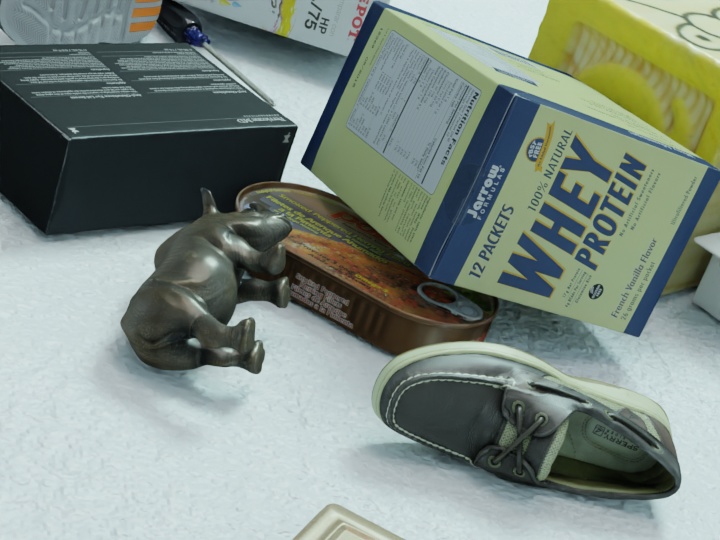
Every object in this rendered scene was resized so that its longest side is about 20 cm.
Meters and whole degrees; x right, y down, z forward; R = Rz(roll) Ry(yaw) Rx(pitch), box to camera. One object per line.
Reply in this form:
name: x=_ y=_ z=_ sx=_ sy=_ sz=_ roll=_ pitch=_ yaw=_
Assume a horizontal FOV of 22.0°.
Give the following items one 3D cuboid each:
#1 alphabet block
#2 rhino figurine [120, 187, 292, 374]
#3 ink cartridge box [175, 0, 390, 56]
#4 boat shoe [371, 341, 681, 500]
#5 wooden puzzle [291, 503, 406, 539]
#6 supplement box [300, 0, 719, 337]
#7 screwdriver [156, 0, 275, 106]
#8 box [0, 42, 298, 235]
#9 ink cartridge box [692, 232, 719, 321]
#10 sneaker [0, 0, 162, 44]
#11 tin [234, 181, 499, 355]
alphabet block: x=0.253 y=-0.117 z=1.489 sx=0.200 sy=0.197 sz=0.195 roll=-11 pitch=37 yaw=-46
rhino figurine: x=-0.090 y=0.001 z=1.162 sx=0.087 sy=0.060 sz=0.200 roll=6 pitch=30 yaw=8
ink cartridge box: x=-0.062 y=-0.290 z=1.645 sx=0.199 sy=0.147 sz=0.146 roll=17 pitch=13 yaw=-3
boat shoe: x=0.106 y=0.095 z=1.115 sx=0.200 sy=0.072 sz=0.066 roll=14 pitch=21 yaw=-20
wooden puzzle: x=0.027 y=0.197 z=0.908 sx=0.185 sy=0.037 sz=0.200 roll=26 pitch=22 yaw=15
supplement box: x=0.103 y=-0.073 z=1.308 sx=0.200 sy=0.135 sz=0.200 roll=15 pitch=17 yaw=-34
screwdriver: x=-0.122 y=-0.186 z=1.553 sx=0.028 sy=0.029 sz=0.200 roll=-3 pitch=27 yaw=-37
box: x=-0.167 y=-0.097 z=1.300 sx=0.200 sy=0.079 sz=0.141 roll=-7 pitch=33 yaw=-43
ink cartridge box: x=0.341 y=0.020 z=1.424 sx=0.200 sy=0.067 sz=0.117 roll=-6 pitch=36 yaw=-43
sneaker: x=-0.259 y=-0.225 z=1.510 sx=0.112 sy=0.078 sz=0.200 roll=25 pitch=15 yaw=22
tin: x=0.000 y=0.000 z=1.270 sx=0.200 sy=0.042 sz=0.112 roll=29 pitch=31 yaw=19
